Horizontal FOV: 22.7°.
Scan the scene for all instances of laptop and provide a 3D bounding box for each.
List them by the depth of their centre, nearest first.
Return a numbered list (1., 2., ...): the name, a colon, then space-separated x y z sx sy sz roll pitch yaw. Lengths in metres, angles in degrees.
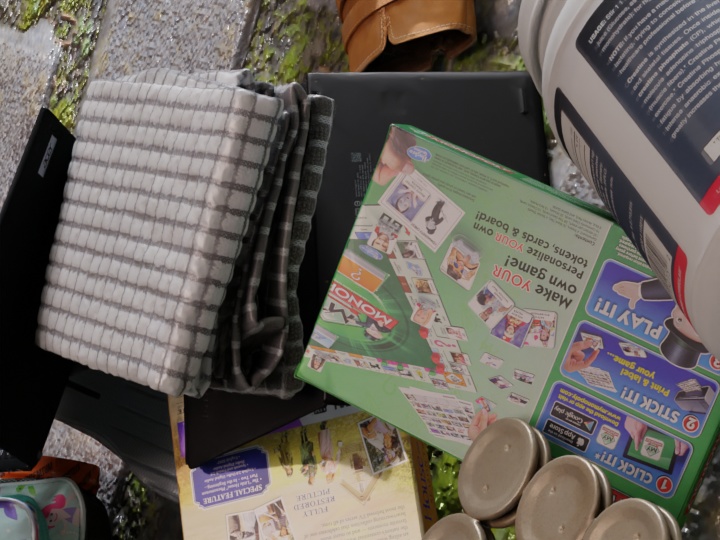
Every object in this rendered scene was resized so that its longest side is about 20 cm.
1. laptop: 0.000 0.000 0.983 0.116 0.199 0.188 100 168 -67
2. laptop: -0.216 0.020 1.065 0.200 0.103 0.178 -11 56 55

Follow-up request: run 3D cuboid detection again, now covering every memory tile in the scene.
1. memory tile: 0.053 0.171 0.770 0.201 0.017 0.153 -61 31 -1

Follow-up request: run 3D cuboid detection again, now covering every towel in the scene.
1. towel: -0.091 -0.020 0.954 0.200 0.085 0.167 9 84 57

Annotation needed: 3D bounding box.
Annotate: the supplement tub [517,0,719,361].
1. supplement tub: 0.162 -0.064 0.757 0.141 0.140 0.200 -56 41 26

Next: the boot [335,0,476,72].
1. boot: -0.004 -0.178 1.081 0.200 0.073 0.156 -26 63 50

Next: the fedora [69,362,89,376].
1. fedora: -0.130 -0.008 1.162 0.200 0.091 0.201 -39 35 34

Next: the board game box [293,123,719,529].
1. board game box: 0.080 0.031 0.842 0.199 0.029 0.135 26 102 19

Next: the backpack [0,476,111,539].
1. backpack: -0.258 0.213 1.085 0.199 0.151 0.179 -3 79 7

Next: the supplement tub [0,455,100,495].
1. supplement tub: -0.235 0.228 1.213 0.122 0.122 0.201 -10 71 52

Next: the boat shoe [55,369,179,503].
1. boat shoe: -0.132 0.098 1.166 0.199 0.062 0.072 26 92 36

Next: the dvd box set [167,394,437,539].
1. dvd box set: -0.029 0.133 0.979 0.146 0.029 0.201 -17 69 20
